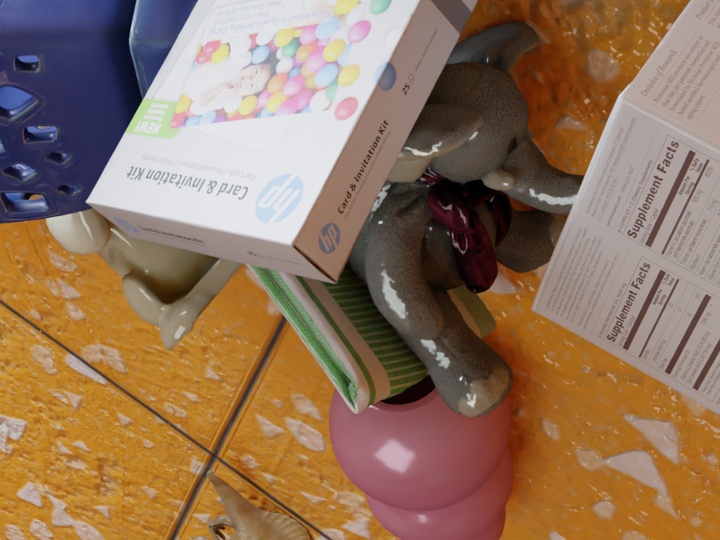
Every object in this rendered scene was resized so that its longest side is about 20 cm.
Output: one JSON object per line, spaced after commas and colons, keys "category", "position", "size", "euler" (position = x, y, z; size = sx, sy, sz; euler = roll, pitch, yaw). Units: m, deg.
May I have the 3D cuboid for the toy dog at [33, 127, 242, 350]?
{"category": "toy dog", "position": [-0.158, -0.066, 1.220], "size": [0.200, 0.140, 0.194], "euler": [41, 178, -5]}

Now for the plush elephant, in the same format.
{"category": "plush elephant", "position": [0.061, -0.052, 1.008], "size": [0.200, 0.165, 0.155], "euler": [41, 139, -6]}

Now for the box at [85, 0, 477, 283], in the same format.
{"category": "box", "position": [-0.032, -0.099, 0.881], "size": [0.156, 0.200, 0.041], "euler": [13, 161, 44]}

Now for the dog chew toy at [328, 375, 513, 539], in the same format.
{"category": "dog chew toy", "position": [0.052, 0.135, 1.246], "size": [0.125, 0.125, 0.200], "euler": [14, 144, 29]}

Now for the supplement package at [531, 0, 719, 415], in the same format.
{"category": "supplement package", "position": [0.190, -0.062, 0.865], "size": [0.111, 0.200, 0.156], "euler": [30, 141, 12]}

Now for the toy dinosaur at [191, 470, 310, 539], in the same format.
{"category": "toy dinosaur", "position": [-0.094, 0.223, 1.510], "size": [0.101, 0.058, 0.200], "euler": [-18, 124, 31]}

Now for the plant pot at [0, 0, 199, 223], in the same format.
{"category": "plant pot", "position": [-0.162, -0.149, 1.030], "size": [0.180, 0.200, 0.200], "euler": [4, 149, 5]}

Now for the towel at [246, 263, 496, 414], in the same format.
{"category": "towel", "position": [0.000, 0.000, 1.073], "size": [0.023, 0.200, 0.153], "euler": [-39, 85, 26]}
